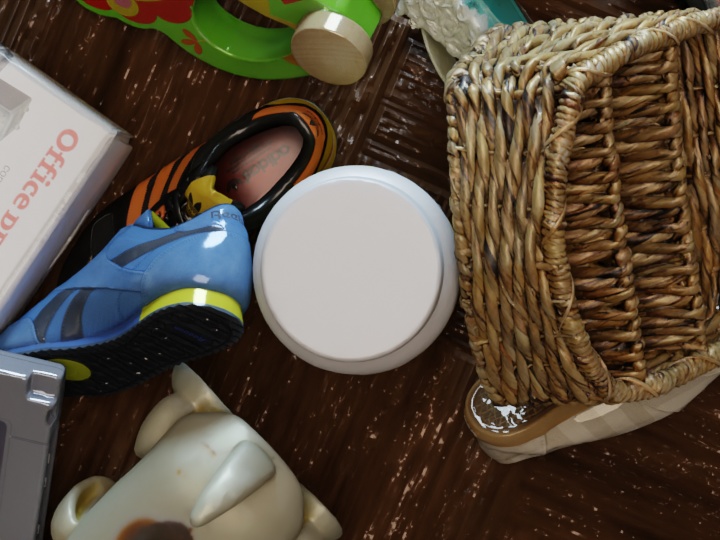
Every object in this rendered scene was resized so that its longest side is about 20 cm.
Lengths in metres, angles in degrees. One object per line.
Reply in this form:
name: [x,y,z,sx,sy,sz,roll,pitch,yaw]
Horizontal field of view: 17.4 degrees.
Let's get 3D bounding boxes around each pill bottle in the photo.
pill bottle: [0.000,0.000,1.299,0.113,0.200,0.115,0,90,2]

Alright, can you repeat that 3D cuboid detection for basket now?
basket: [0.135,-0.030,1.263,0.148,0.143,0.202,-1,110,20]

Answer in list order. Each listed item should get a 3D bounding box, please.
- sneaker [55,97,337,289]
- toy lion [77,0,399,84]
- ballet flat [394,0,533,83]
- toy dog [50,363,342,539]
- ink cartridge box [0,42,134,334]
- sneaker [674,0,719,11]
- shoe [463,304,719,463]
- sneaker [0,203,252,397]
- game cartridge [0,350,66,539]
sneaker: [-0.101,-0.033,1.357,0.200,0.090,0.070,-38,89,1]
toy lion: [-0.104,-0.182,1.334,0.200,0.191,0.069,48,51,-33]
ballet flat: [0.093,-0.107,1.372,0.072,0.072,0.200,-39,92,1]
toy dog: [-0.116,0.176,1.313,0.200,0.194,0.140,-45,101,-5]
ink cartridge box: [-0.253,-0.075,1.364,0.199,0.085,0.146,34,91,-1]
sneaker: [0.202,-0.175,1.360,0.097,0.071,0.202,-6,88,1]
shoe: [0.155,0.056,1.374,0.199,0.054,0.070,-24,47,-1]
sneaker: [-0.134,0.017,1.327,0.199,0.066,0.079,-21,55,39]
game cartridge: [-0.246,0.128,1.350,0.132,0.041,0.201,12,117,-2]
